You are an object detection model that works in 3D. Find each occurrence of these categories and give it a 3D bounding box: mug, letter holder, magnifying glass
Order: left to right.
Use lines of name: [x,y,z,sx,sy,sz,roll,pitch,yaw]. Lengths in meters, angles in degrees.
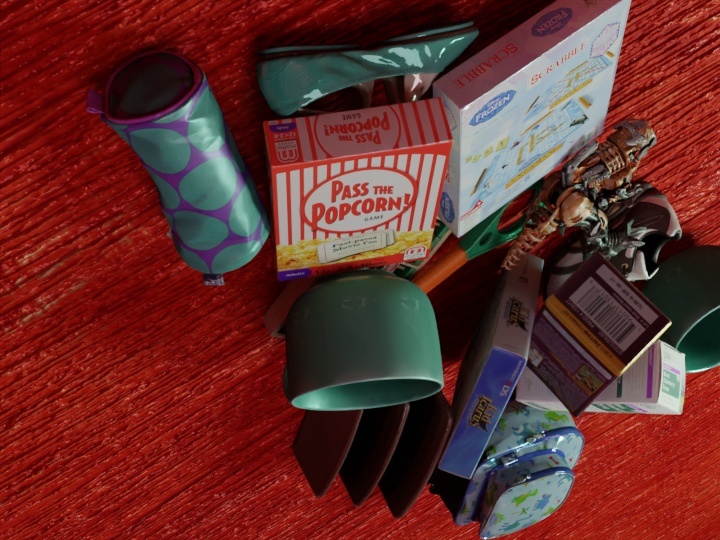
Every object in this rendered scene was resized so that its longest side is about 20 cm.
mug: [-0.014,0.069,1.003,0.183,0.116,0.152,-11,163,16]
letter holder: [0.013,0.197,1.195,0.100,0.143,0.201,-6,136,-31]
magnifying glass: [0.126,-0.033,1.098,0.199,0.022,0.080,-39,150,-9]
mug: [0.450,0.052,1.354,0.150,0.115,0.186,-20,142,-7]

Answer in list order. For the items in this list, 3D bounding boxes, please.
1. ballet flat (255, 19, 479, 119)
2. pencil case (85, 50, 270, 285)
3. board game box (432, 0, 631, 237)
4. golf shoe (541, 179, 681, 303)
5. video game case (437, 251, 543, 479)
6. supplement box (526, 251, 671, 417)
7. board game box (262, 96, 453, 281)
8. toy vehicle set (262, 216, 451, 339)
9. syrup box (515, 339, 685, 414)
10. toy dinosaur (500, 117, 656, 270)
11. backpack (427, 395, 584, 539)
ballet flat: [0.010,-0.162,0.849,0.198,0.067,0.071,-13,103,-18]
pencil case: [-0.140,-0.081,0.825,0.091,0.086,0.201,-11,142,6]
board game box: [0.155,-0.149,0.946,0.199,0.041,0.200,-35,153,-15]
golf shoe: [0.297,-0.009,1.211,0.077,0.095,0.201,7,130,-41]
video game case: [0.151,0.106,1.171,0.045,0.182,0.201,19,128,1]
supplement box: [0.254,0.077,1.143,0.085,0.110,0.200,-40,166,-15]
board game box: [-0.007,-0.066,0.894,0.149,0.047,0.201,-9,153,-7]
toy vehicle set: [0.000,0.000,1.063,0.123,0.027,0.201,14,123,-44]
syrup box: [0.306,0.137,1.302,0.198,0.083,0.078,-4,163,40]
toy dinosaur: [0.230,-0.078,1.080,0.198,0.103,0.135,-24,149,23]
backpack: [0.217,0.273,1.425,0.198,0.148,0.184,-18,143,-22]
